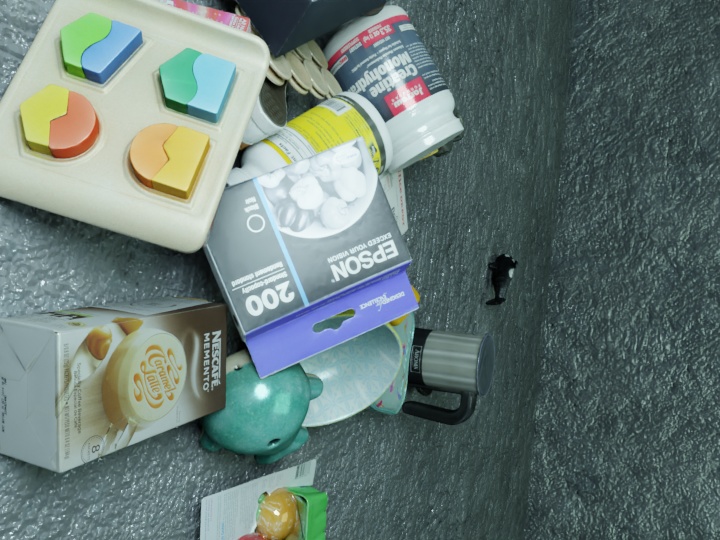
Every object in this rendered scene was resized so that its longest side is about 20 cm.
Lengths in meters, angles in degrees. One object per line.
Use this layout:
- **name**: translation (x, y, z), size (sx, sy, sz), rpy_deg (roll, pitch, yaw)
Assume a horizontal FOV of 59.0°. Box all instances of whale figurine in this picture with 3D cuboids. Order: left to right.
- **whale figurine**: translation (-0.109, 0.179, 0.744), size (0.159, 0.104, 0.200), rpy_deg (-25, 137, -12)

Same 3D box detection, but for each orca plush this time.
- **orca plush**: translation (0.386, 0.014, 1.821), size (0.200, 0.071, 0.105), rpy_deg (-62, -170, -31)

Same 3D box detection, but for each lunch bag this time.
- **lunch bag**: translation (0.038, 0.144, 1.101), size (0.160, 0.077, 0.201), rpy_deg (37, 61, -59)

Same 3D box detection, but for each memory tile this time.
- **memory tile**: translation (-0.089, -0.274, 0.759), size (0.154, 0.017, 0.200), rpy_deg (63, 21, 6)

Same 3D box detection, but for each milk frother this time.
- **milk frother**: translation (0.168, 0.188, 1.246), size (0.200, 0.187, 0.181), rpy_deg (-28, 120, -59)

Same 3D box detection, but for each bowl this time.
- **bowl**: translation (-0.055, 0.103, 0.853), size (0.108, 0.200, 0.200), rpy_deg (59, -6, 48)

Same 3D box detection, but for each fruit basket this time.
- **fruit basket**: translation (-0.132, 0.352, 0.814), size (0.200, 0.094, 0.186), rpy_deg (0, 94, -48)

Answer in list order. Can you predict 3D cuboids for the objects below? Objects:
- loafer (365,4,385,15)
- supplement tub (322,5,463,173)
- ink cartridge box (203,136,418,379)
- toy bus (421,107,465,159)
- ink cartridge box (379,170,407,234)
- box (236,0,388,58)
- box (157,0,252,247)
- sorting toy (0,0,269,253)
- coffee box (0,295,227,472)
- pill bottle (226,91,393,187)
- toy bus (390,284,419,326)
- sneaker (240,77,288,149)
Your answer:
- **loafer**: translation (-0.041, -0.394, 0.783), size (0.199, 0.071, 0.073), rpy_deg (16, 69, -26)
- **supplement tub**: translation (0.047, -0.257, 0.913), size (0.200, 0.140, 0.140), rpy_deg (60, 33, -2)
- **ink cartridge box**: translation (-0.052, -0.013, 0.670), size (0.201, 0.198, 0.043), rpy_deg (67, -14, -4)
- **toy bus**: translation (0.076, -0.282, 1.079), size (0.200, 0.135, 0.193), rpy_deg (-46, 118, -55)
- **ink cartridge box**: translation (-0.004, -0.093, 0.972), size (0.200, 0.083, 0.147), rpy_deg (-46, 136, -52)
- **box**: translation (-0.054, -0.358, 0.664), size (0.200, 0.104, 0.182), rpy_deg (-40, 98, -31)
- **box**: translation (-0.168, -0.136, 0.593), size (0.100, 0.095, 0.201), rpy_deg (105, -2, -73)
- **sorting toy**: translation (-0.187, -0.133, 0.514), size (0.036, 0.184, 0.201), rpy_deg (129, -22, -72)
- **coffee box**: translation (-0.216, 0.091, 0.584), size (0.200, 0.079, 0.115), rpy_deg (-9, 103, -63)
- **pill bottle**: translation (-0.067, -0.120, 0.756), size (0.200, 0.112, 0.113), rpy_deg (-36, 131, -23)
- **toy bus**: translation (0.000, 0.000, 0.843), size (0.065, 0.078, 0.200), rpy_deg (-49, 141, -1)
- **sneaker**: translation (-0.130, -0.219, 0.741), size (0.073, 0.084, 0.200), rpy_deg (42, 34, -36)
